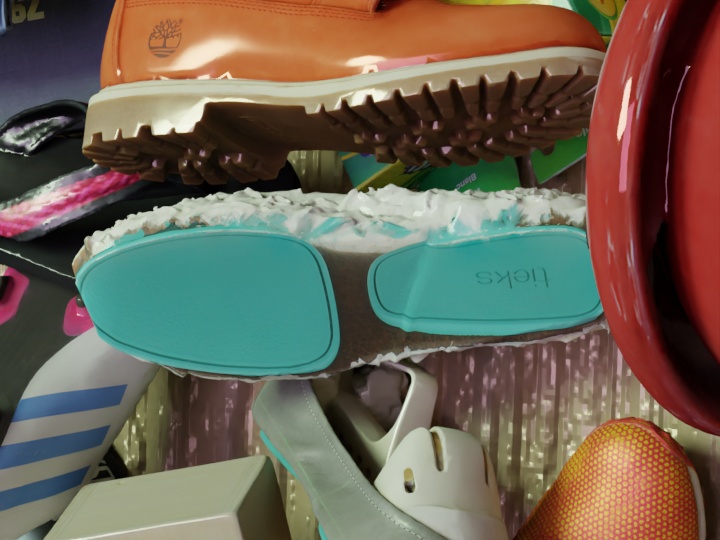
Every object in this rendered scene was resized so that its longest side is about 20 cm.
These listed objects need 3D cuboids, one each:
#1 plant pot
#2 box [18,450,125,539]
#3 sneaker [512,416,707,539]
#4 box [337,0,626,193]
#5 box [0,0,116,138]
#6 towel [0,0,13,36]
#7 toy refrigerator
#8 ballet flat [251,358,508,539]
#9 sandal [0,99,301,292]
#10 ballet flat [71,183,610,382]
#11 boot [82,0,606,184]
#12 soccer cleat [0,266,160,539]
[{"bbox_3d":[0.178,-0.030,0.836,0.182,0.200,0.201,10,98,37],"label":"plant pot"},{"bbox_3d":[-0.154,0.135,1.152,0.158,0.050,0.200,-42,70,27],"label":"box"},{"bbox_3d":[0.060,0.143,0.994,0.073,0.077,0.201,35,109,29],"label":"sneaker"},{"bbox_3d":[0.020,-0.119,1.028,0.117,0.048,0.201,-33,75,30],"label":"box"},{"bbox_3d":[-0.142,-0.129,1.133,0.199,0.051,0.158,-6,89,34],"label":"box"},{"bbox_3d":[-0.180,-0.179,1.039,0.111,0.048,0.201,-5,87,32],"label":"towel"},{"bbox_3d":[-0.050,0.175,1.035,0.076,0.070,0.201,-11,103,13],"label":"toy refrigerator"},{"bbox_3d":[0.013,0.071,0.987,0.064,0.067,0.200,-62,29,13],"label":"ballet flat"},{"bbox_3d":[-0.121,-0.034,1.060,0.199,0.075,0.045,6,138,19],"label":"sandal"},{"bbox_3d":[0.000,0.000,1.002,0.199,0.072,0.072,-1,92,6],"label":"ballet flat"},{"bbox_3d":[-0.002,-0.091,0.977,0.199,0.075,0.108,0,73,25],"label":"boot"},{"bbox_3d":[-0.116,0.042,1.080,0.070,0.200,0.087,25,149,32],"label":"soccer cleat"}]
